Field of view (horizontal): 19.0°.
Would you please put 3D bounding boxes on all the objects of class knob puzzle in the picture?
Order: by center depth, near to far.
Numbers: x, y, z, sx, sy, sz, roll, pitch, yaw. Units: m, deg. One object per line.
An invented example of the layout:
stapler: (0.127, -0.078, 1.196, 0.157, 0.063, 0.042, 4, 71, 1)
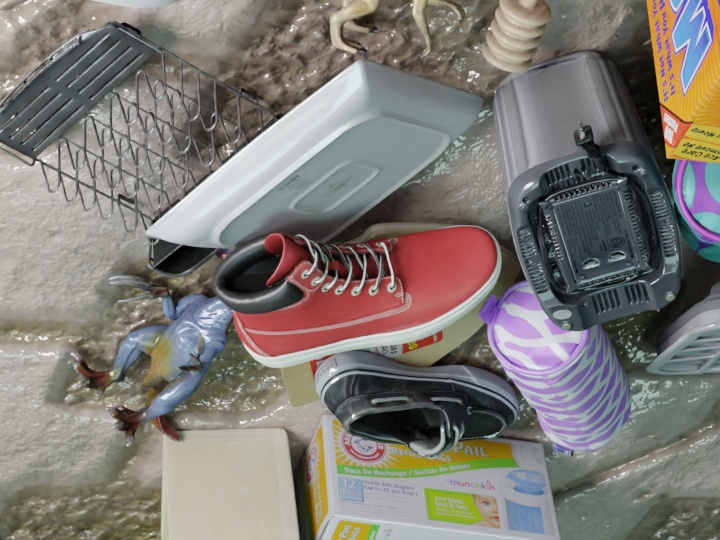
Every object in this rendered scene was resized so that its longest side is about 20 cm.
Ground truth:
knob puzzle: (0.025, 0.018, 1.654, 0.219, 0.031, 0.220, -13, 143, -10)

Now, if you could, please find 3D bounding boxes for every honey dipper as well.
honey dipper: (0.127, -0.222, 1.439, 0.038, 0.038, 0.200, 7, 130, -15)

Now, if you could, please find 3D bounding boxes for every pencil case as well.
pencil case: (0.259, -0.052, 1.487, 0.085, 0.093, 0.200, -29, 173, 6)
pencil case: (0.155, 0.074, 1.666, 0.084, 0.085, 0.200, -55, 154, -12)

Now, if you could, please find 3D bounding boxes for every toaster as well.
toaster: (0.156, -0.064, 1.529, 0.113, 0.129, 0.200, -17, 135, 7)

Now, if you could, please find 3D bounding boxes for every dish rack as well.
dish rack: (-0.151, -0.087, 1.503, 0.153, 0.055, 0.200, -39, 134, 25)
dish rack: (0.333, 0.043, 1.683, 0.199, 0.044, 0.172, 0, 164, -8)

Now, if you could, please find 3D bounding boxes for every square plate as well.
square plate: (-0.024, -0.066, 1.494, 0.200, 0.028, 0.198, -37, 162, 20)

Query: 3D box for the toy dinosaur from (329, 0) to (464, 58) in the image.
toy dinosaur: (0.008, -0.201, 1.440, 0.199, 0.058, 0.101, 6, 117, -15)

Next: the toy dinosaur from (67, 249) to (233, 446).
toy dinosaur: (-0.136, 0.041, 1.651, 0.181, 0.105, 0.200, -37, 167, 9)

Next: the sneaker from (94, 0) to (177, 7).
sneaker: (-0.180, -0.243, 1.347, 0.200, 0.073, 0.114, 20, 125, -26)

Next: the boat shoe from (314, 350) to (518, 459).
boat shoe: (0.049, 0.118, 1.711, 0.200, 0.071, 0.072, 10, 135, -36)

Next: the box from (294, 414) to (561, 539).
box: (0.051, 0.203, 1.782, 0.199, 0.113, 0.101, 8, 133, -16)

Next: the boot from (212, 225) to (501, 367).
boot: (0.000, 0.000, 1.514, 0.199, 0.073, 0.144, -18, 155, 1)

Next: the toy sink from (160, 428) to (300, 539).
toy sink: (-0.110, 0.245, 1.738, 0.112, 0.200, 0.131, -1, 135, -8)

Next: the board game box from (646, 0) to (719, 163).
board game box: (0.307, -0.196, 1.344, 0.199, 0.200, 0.200, 5, 150, -13)
